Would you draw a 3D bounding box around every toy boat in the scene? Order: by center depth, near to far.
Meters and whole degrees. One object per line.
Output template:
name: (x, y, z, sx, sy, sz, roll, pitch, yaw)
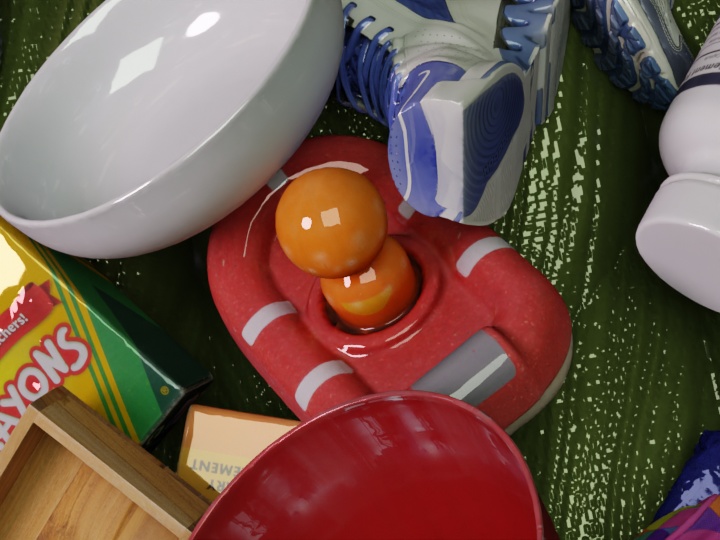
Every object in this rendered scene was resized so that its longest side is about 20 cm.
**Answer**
toy boat: (0.000, 0.000, 0.929, 0.130, 0.131, 0.200, -39, 47, -8)

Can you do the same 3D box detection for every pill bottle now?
pill bottle: (0.213, -0.079, 0.954, 0.111, 0.111, 0.200, 29, 71, 5)

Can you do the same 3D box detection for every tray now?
tray: (-0.157, 0.162, 0.941, 0.099, 0.037, 0.200, 37, 112, 8)

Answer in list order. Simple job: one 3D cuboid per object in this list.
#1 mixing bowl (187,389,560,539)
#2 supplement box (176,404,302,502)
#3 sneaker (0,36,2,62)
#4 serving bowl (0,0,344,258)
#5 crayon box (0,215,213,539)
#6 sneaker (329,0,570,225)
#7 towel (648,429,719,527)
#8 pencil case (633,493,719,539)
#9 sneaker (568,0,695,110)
mixing bowl: (0.017, 0.163, 0.832, 0.200, 0.108, 0.201, -23, 45, 26)
supplement box: (-0.067, 0.170, 0.968, 0.066, 0.069, 0.201, 8, 85, 5)
sneaker: (-0.218, -0.163, 1.007, 0.070, 0.082, 0.201, 3, 83, 1)
serving bowl: (-0.084, -0.078, 0.961, 0.200, 0.200, 0.066, -45, 122, -5)
crayon box: (-0.189, 0.036, 0.980, 0.200, 0.051, 0.127, 41, 104, 7)
sneaker: (0.028, -0.088, 0.961, 0.115, 0.199, 0.081, 8, 117, 15)
towel: (0.215, 0.190, 0.971, 0.200, 0.050, 0.148, 35, 81, 4)
pencil case: (0.192, 0.199, 0.901, 0.088, 0.088, 0.200, -37, 81, -4)
sneaker: (0.138, -0.180, 1.008, 0.085, 0.077, 0.200, -23, 83, -6)
